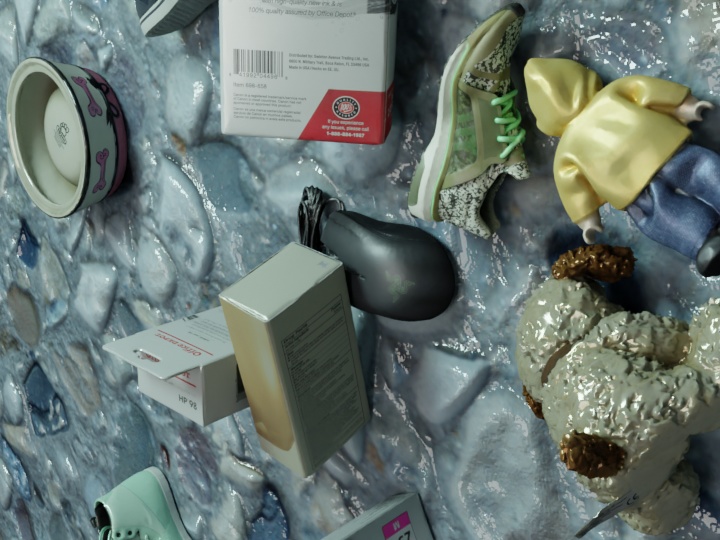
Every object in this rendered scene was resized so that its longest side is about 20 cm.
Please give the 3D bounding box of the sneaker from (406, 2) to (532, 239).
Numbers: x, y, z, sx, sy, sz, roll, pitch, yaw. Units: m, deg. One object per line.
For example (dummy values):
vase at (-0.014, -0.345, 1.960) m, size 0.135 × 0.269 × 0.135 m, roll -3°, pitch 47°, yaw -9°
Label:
sneaker at (0.107, -0.110, 0.727) m, size 0.088 × 0.077 × 0.202 m, roll 32°, pitch 131°, yaw 22°

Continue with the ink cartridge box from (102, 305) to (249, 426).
ink cartridge box at (-0.151, 0.094, 0.947) m, size 0.115 × 0.199 × 0.068 m, roll 17°, pitch 115°, yaw 41°

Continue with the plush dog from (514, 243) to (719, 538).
plush dog at (0.172, 0.080, 0.676) m, size 0.172 × 0.158 × 0.202 m, roll -123°, pitch 40°, yaw -48°

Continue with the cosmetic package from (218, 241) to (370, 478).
cosmetic package at (-0.059, 0.087, 0.883) m, size 0.071 × 0.105 × 0.202 m, roll 23°, pitch 135°, yaw 37°

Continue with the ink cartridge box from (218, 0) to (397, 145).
ink cartridge box at (-0.041, -0.218, 0.776) m, size 0.142 × 0.084 × 0.203 m, roll 5°, pitch 111°, yaw 6°

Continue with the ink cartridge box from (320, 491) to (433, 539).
ink cartridge box at (0.008, 0.331, 0.864) m, size 0.043 × 0.199 × 0.176 m, roll -22°, pitch 88°, yaw 45°

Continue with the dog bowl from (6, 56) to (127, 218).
dog bowl at (-0.374, -0.172, 1.177) m, size 0.199 × 0.073 × 0.203 m, roll 16°, pitch 113°, yaw 42°

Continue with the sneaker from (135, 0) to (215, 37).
sneaker at (-0.176, -0.307, 0.931) m, size 0.199 × 0.078 × 0.080 m, roll -13°, pitch 96°, yaw 46°

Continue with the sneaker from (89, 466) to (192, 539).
sneaker at (-0.290, 0.381, 1.238) m, size 0.073 × 0.117 × 0.202 m, roll -32°, pitch 81°, yaw 43°

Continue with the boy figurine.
boy figurine at (0.186, -0.079, 0.646) m, size 0.200 × 0.064 × 0.125 m, roll 43°, pitch 110°, yaw 29°

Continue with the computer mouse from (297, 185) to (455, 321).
computer mouse at (0.000, 0.000, 0.872) m, size 0.198 × 0.052 × 0.141 m, roll 13°, pitch 111°, yaw 42°
